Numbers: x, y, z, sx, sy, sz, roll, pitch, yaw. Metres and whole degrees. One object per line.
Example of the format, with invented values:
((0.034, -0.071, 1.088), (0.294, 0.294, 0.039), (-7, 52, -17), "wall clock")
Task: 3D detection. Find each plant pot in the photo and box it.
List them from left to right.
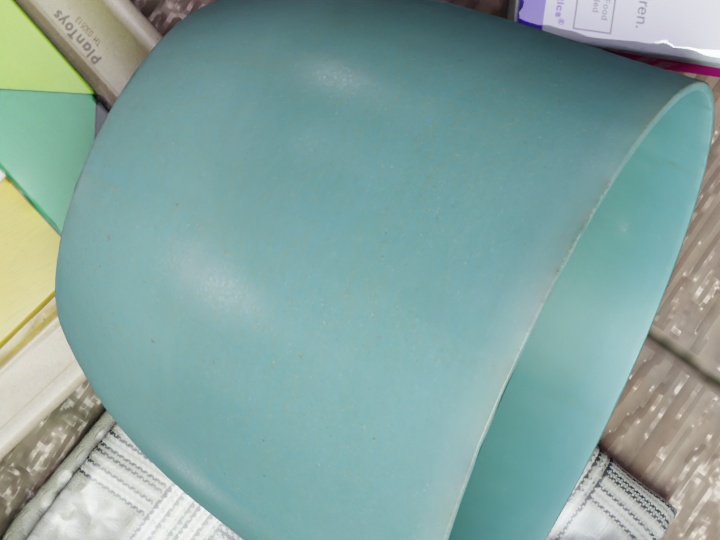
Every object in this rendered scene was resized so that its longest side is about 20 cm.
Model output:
((0.000, 0.000, 0.752), (0.160, 0.200, 0.202), (26, 93, 16), "plant pot")

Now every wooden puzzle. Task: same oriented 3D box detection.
((-0.158, -0.032, 0.851), (0.200, 0.037, 0.185), (-42, 91, 3), "wooden puzzle")

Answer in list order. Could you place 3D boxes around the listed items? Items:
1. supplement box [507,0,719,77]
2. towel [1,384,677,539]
((0.155, -0.115, 0.805), (0.198, 0.101, 0.104), (7, 93, 2), "supplement box")
((-0.017, 0.107, 0.853), (0.192, 0.035, 0.200), (39, 94, 0), "towel")
